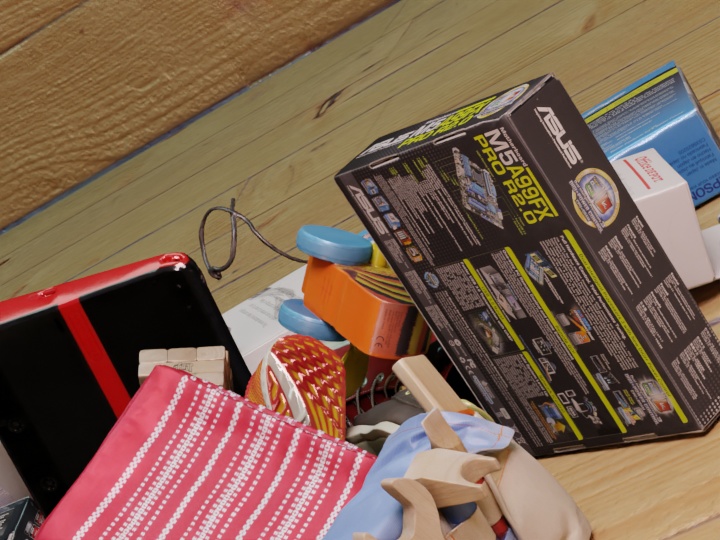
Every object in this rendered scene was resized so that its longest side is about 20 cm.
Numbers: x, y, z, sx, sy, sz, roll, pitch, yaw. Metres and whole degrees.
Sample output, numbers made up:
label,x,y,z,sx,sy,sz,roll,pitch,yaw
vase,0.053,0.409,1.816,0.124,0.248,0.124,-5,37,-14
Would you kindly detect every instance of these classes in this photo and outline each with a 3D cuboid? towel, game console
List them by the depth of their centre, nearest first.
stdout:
label,x,y,z,sx,sy,sz,roll,pitch,yaw
towel,-0.073,0.137,1.174,0.200,0.022,0.145,20,64,32
game console,-0.148,0.092,1.368,0.177,0.200,0.031,-18,27,14

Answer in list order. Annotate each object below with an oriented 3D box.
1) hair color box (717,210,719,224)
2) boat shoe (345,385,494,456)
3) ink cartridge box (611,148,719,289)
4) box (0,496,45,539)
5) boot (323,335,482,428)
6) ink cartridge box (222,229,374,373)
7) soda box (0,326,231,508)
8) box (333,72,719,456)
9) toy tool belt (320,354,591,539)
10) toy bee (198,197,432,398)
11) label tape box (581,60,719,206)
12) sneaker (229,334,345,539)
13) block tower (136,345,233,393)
label,x,y,z,sx,sy,sz,roll,pitch,yaw
hair color box,0.285,-0.068,1.271,0.100,0.061,0.200,-26,15,30
boat shoe,0.044,0.098,1.219,0.061,0.072,0.201,-41,11,-15
ink cartridge box,0.144,-0.018,1.314,0.200,0.068,0.115,-18,14,1
box,-0.295,0.250,1.442,0.200,0.046,0.159,-24,34,38
boot,0.002,0.088,1.377,0.200,0.072,0.144,-30,14,-3
ink cartridge box,-0.026,0.050,1.519,0.200,0.084,0.145,-31,14,-10
soda box,-0.182,0.089,1.444,0.200,0.063,0.068,-35,25,25
box,0.094,0.004,1.153,0.044,0.200,0.160,-41,14,-34
toy tool belt,0.023,0.131,1.025,0.125,0.123,0.200,-26,15,32
toy bee,0.000,0.000,1.337,0.109,0.200,0.131,3,-53,-37
label tape box,0.188,-0.076,1.546,0.143,0.066,0.200,-30,10,11
sneaker,-0.042,0.134,1.239,0.077,0.073,0.200,117,165,-50
block tower,-0.106,0.132,1.250,0.058,0.054,0.200,-3,50,1
